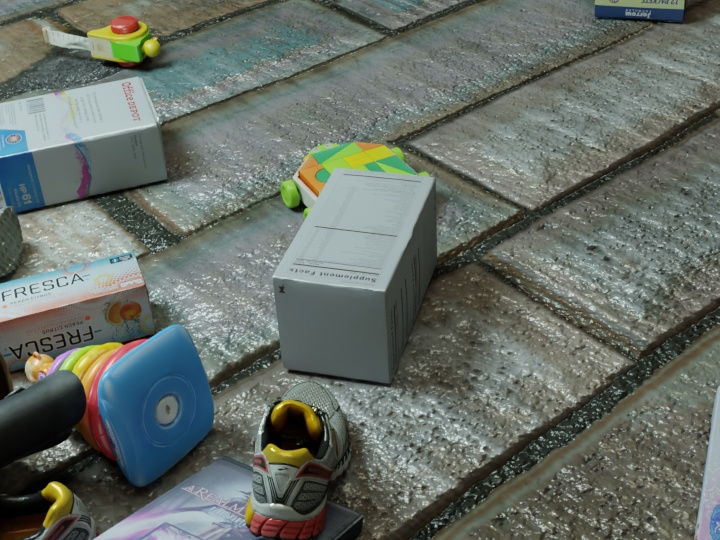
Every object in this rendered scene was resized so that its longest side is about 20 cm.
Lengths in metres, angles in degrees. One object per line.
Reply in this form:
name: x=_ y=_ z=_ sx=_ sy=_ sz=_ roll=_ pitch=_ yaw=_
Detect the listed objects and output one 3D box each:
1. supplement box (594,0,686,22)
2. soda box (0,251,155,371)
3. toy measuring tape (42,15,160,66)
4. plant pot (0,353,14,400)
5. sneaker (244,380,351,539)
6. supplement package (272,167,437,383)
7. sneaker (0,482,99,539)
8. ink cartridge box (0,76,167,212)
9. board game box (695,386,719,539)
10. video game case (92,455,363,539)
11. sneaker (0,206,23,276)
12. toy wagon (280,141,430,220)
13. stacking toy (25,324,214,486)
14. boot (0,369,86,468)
supplement box: x=0.436 y=-0.509 z=1.668 sx=0.133 sy=0.201 sz=0.200 roll=7 pitch=38 yaw=17
soda box: x=-0.309 y=0.046 z=1.090 sx=0.199 sy=0.064 sz=0.068 roll=-14 pitch=36 yaw=-15
toy measuring tape: x=-0.376 y=-0.346 z=1.642 sx=0.199 sy=0.074 sz=0.074 roll=14 pitch=39 yaw=23
plant pot: x=-0.428 y=0.112 z=0.936 sx=0.199 sy=0.188 sz=0.187 roll=8 pitch=34 yaw=41
sneaker: x=-0.044 y=0.136 z=0.899 sx=0.077 sy=0.083 sz=0.200 roll=6 pitch=19 yaw=0
supplement package: x=0.000 y=0.000 z=1.080 sx=0.113 sy=0.110 sz=0.200 roll=7 pitch=37 yaw=15
sneaker: x=-0.302 y=0.208 z=0.832 sx=0.199 sy=0.083 sz=0.078 roll=-15 pitch=36 yaw=-13
ink cartridge box: x=-0.348 y=-0.158 z=1.360 sx=0.199 sy=0.085 sz=0.145 roll=-15 pitch=37 yaw=-12
board game box: x=0.360 y=0.183 z=0.833 sx=0.198 sy=0.041 sz=0.200 roll=9 pitch=37 yaw=18
video game case: x=-0.108 y=0.208 z=0.832 sx=0.142 sy=0.019 sz=0.200 roll=17 pitch=24 yaw=27
sneaker: x=-0.437 y=-0.006 z=1.171 sx=0.099 sy=0.070 sz=0.201 roll=2 pitch=35 yaw=13
toy wagon: x=-0.015 y=-0.107 z=1.293 sx=0.154 sy=0.040 sz=0.200 roll=-19 pitch=38 yaw=-19
stacking toy: x=-0.238 y=0.104 z=0.984 sx=0.199 sy=0.117 sz=0.110 roll=10 pitch=33 yaw=37
boot: x=-0.291 y=0.128 z=0.830 sx=0.199 sy=0.066 sz=0.165 roll=-19 pitch=-7 yaw=-43
